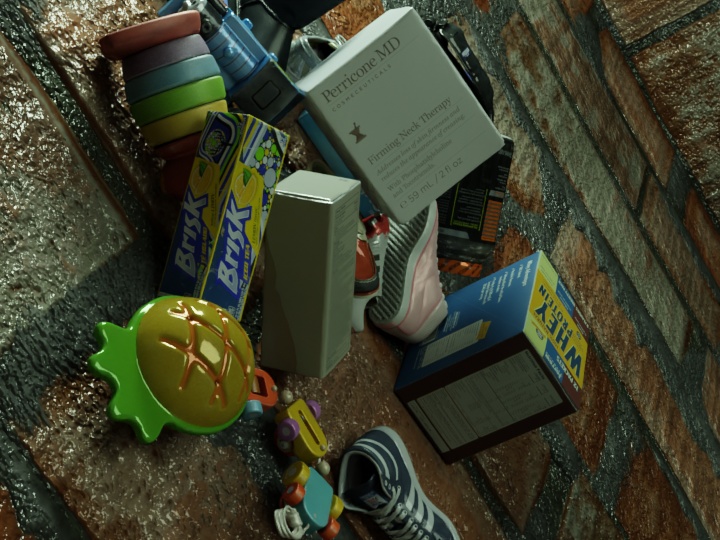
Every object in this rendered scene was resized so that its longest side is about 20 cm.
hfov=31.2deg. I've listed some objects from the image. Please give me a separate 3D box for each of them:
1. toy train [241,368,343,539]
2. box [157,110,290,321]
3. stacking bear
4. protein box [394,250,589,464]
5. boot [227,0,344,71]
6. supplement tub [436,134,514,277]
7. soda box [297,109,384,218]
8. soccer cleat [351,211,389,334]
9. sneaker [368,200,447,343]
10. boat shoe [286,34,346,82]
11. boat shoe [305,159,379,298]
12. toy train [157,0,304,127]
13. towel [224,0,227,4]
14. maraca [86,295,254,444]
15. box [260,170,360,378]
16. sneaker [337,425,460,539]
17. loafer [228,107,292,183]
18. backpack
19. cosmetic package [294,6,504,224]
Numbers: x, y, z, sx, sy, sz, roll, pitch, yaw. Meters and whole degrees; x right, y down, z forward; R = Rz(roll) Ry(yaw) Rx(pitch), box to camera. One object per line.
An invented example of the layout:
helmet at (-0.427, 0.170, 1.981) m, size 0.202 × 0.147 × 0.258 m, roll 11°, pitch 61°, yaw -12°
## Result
toy train at (-0.090, 0.188, 1.318) m, size 0.149 × 0.055 × 0.202 m, roll 17°, pitch 50°, yaw -54°
box at (-0.140, -0.055, 1.317) m, size 0.070 × 0.064 × 0.203 m, roll 22°, pitch 80°, yaw -51°
stacking bear at (-0.192, -0.162, 1.373) m, size 0.121 × 0.112 × 0.203 m, roll -158°, pitch -130°, yaw -78°
protein box at (0.177, 0.113, 1.692) m, size 0.136 × 0.198 × 0.199 m, roll 54°, pitch 29°, yaw -19°
boot at (-0.086, -0.317, 1.631) m, size 0.076 × 0.167 × 0.203 m, roll 29°, pitch 44°, yaw -48°
supplement tub at (0.142, -0.099, 1.822) m, size 0.122 × 0.121 × 0.203 m, roll 5°, pitch 97°, yaw -59°
soda box at (0.002, -0.152, 1.753) m, size 0.201 × 0.067 × 0.064 m, roll 55°, pitch 28°, yaw -18°
soccer cleat at (0.000, 0.000, 1.630) m, size 0.086 × 0.068 × 0.201 m, roll 61°, pitch 29°, yaw -24°
sneaker at (0.074, 0.002, 1.712) m, size 0.104 × 0.075 × 0.203 m, roll 38°, pitch 58°, yaw -44°
boat shoe at (-0.050, -0.291, 1.784) m, size 0.201 × 0.064 × 0.075 m, roll -5°, pitch 71°, yaw -62°
boat shoe at (-0.027, -0.050, 1.555) m, size 0.070 × 0.063 × 0.201 m, roll -5°, pitch 45°, yaw -25°
toy train at (-0.153, -0.256, 1.515) m, size 0.200 × 0.087 × 0.114 m, roll 48°, pitch 1°, yaw -29°
towel at (-0.236, -0.421, 1.620) m, size 0.144 × 0.024 × 0.202 m, roll 17°, pitch 51°, yaw -52°
maraca at (-0.172, 0.091, 1.193) m, size 0.199 × 0.106 × 0.138 m, roll -13°, pitch 73°, yaw -57°
box at (-0.054, 0.003, 1.399) m, size 0.095 × 0.077 × 0.203 m, roll -40°, pitch 137°, yaw -63°
sneaker at (0.041, 0.276, 1.450) m, size 0.202 × 0.070 × 0.108 m, roll 61°, pitch 21°, yaw 9°
loafer at (-0.118, -0.090, 1.495) m, size 0.201 × 0.073 × 0.072 m, roll 50°, pitch 38°, yaw -7°
backpack at (0.118, -0.242, 1.950) m, size 0.190 × 0.153 × 0.202 m, roll 39°, pitch 41°, yaw -26°
cosmetic package at (0.042, -0.193, 1.593) m, size 0.201 × 0.167 × 0.166 m, roll 53°, pitch -1°, yaw -14°
